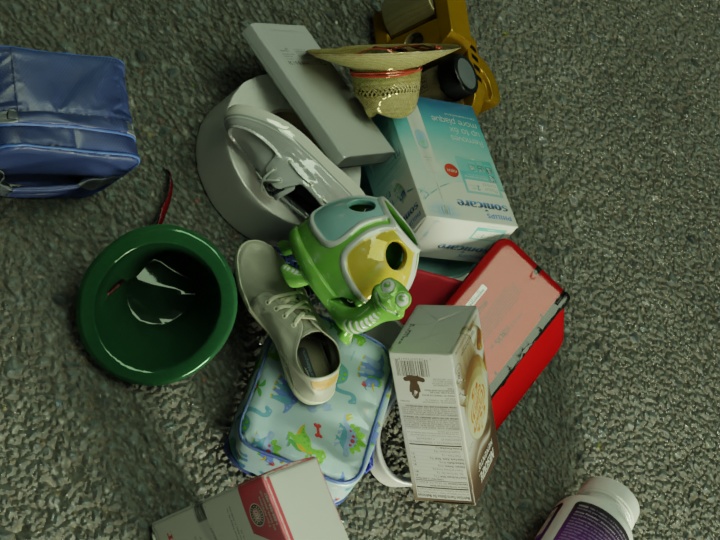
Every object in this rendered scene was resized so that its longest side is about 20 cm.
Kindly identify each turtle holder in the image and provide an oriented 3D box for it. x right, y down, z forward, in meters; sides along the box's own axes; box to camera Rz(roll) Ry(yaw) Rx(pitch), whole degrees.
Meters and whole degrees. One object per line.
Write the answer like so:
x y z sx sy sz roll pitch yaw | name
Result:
-0.006 -0.009 1.584 0.141 0.132 0.186 53 9 -4 | turtle holder

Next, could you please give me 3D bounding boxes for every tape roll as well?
-0.097 -0.132 1.759 0.202 0.071 0.203 19 58 -33 | tape roll

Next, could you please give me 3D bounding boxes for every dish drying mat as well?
0.097 0.041 1.806 0.199 0.077 0.018 14 20 -35 | dish drying mat

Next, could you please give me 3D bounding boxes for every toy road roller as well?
0.110 -0.281 1.974 0.146 0.123 0.201 18 58 -51 | toy road roller

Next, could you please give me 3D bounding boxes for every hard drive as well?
-0.050 -0.212 1.752 0.200 0.026 0.132 56 27 11 | hard drive

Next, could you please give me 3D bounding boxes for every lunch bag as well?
-0.336 -0.143 1.517 0.199 0.136 0.133 -1 70 -40 | lunch bag
-0.052 0.154 1.627 0.160 0.083 0.201 22 54 -6 | lunch bag

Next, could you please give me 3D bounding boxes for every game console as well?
0.163 0.093 1.820 0.172 0.119 0.200 43 67 -4 | game console

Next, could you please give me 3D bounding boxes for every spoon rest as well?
0.031 0.156 1.721 0.060 0.099 0.201 4 78 -41 | spoon rest

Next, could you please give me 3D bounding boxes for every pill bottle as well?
0.272 0.351 1.809 0.112 0.111 0.200 51 47 -9 | pill bottle

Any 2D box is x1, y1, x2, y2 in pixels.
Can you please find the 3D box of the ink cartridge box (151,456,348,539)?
-0.106 0.288 1.463 0.085 0.200 0.146 -14 79 -48 | ink cartridge box

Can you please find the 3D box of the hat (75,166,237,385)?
-0.225 0.018 1.618 0.200 0.176 0.166 -44 105 -5 | hat

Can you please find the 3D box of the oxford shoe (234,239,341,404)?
-0.076 0.049 1.591 0.075 0.058 0.201 -17 72 -29 | oxford shoe

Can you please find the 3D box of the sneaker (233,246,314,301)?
-0.066 -0.004 1.716 0.199 0.078 0.070 -9 80 -40 | sneaker

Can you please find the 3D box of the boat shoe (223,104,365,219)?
-0.083 -0.108 1.668 0.200 0.072 0.069 42 55 -22 | boat shoe

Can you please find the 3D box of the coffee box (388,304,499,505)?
0.098 0.154 1.676 0.114 0.079 0.201 -54 139 -55 | coffee box

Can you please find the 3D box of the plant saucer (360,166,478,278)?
0.064 -0.063 1.860 0.199 0.036 0.201 21 45 -22 | plant saucer

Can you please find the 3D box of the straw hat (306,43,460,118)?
0.032 -0.228 1.764 0.200 0.201 0.086 -12 107 -42 | straw hat

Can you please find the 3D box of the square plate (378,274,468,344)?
0.090 0.076 1.845 0.200 0.028 0.199 -23 86 -43 | square plate

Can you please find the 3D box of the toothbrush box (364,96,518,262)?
0.092 -0.117 1.837 0.146 0.085 0.201 6 53 -33 | toothbrush box
